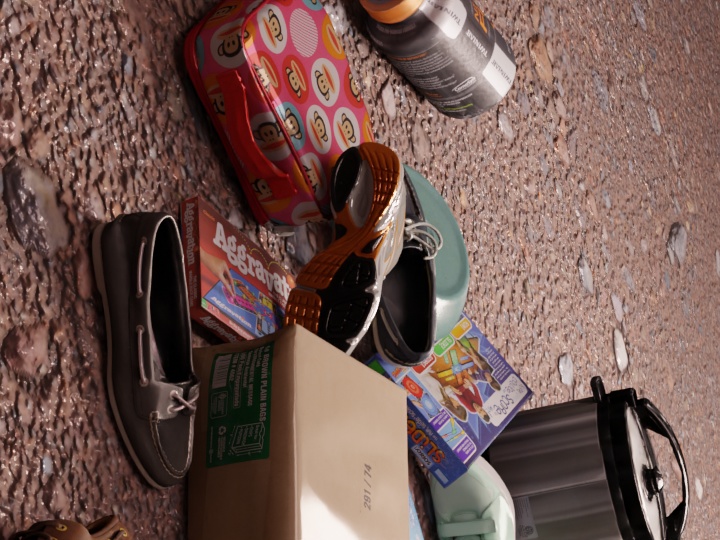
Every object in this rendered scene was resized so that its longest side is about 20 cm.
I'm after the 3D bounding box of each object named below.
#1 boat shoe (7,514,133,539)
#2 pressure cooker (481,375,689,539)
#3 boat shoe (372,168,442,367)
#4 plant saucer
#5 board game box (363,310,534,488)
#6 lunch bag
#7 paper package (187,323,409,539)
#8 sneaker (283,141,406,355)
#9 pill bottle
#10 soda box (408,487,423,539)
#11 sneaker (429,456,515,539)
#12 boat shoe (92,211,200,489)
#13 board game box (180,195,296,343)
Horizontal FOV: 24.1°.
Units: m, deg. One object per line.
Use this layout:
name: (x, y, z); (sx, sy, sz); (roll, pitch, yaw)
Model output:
boat shoe: (-0.196, 0.188, 1.032); (0.200, 0.072, 0.068); (8, 65, -69)
pressure cooker: (0.228, 0.217, 1.692); (0.179, 0.200, 0.176); (-89, 158, -43)
boat shoe: (0.032, -0.014, 1.503); (0.062, 0.075, 0.200); (149, -61, -72)
plant saucer: (0.047, -0.031, 1.607); (0.200, 0.036, 0.200); (36, 40, -37)
board game box: (0.082, 0.109, 1.598); (0.135, 0.034, 0.200); (50, 28, 3)
lunch bag: (-0.068, -0.136, 1.427); (0.200, 0.082, 0.176); (66, 28, -22)
paper package: (-0.045, 0.168, 1.301); (0.191, 0.103, 0.200); (36, 47, -53)
sneaker: (0.000, 0.000, 1.406); (0.200, 0.076, 0.092); (-70, 158, -12)
pill bottle: (0.074, -0.247, 1.740); (0.200, 0.106, 0.106); (39, 44, -51)
soda box: (0.025, 0.282, 1.428); (0.068, 0.064, 0.200); (-25, 100, -63)
sneaker: (0.105, 0.272, 1.576); (0.118, 0.074, 0.201); (-44, 119, -67)
boat shoe: (-0.145, 0.055, 1.205); (0.067, 0.057, 0.200); (-4, 81, -64)
board game box: (-0.083, 0.029, 1.376); (0.200, 0.019, 0.103); (41, 34, -50)
